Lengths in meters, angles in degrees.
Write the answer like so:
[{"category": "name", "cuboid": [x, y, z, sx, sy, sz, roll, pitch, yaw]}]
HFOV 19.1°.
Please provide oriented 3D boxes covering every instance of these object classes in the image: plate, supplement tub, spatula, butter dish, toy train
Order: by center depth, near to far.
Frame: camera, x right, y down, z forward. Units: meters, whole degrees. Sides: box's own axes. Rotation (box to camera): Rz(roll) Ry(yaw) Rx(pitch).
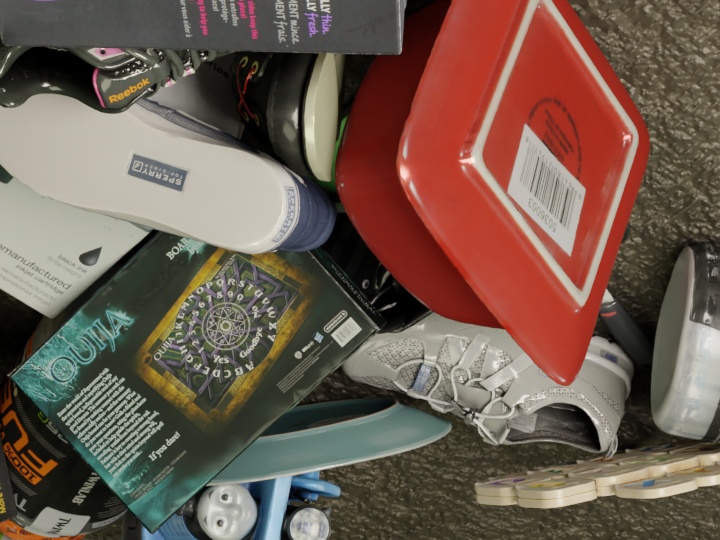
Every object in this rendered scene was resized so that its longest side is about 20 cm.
[{"category": "butter dish", "cuboid": [0.053, -0.060, 1.204, 0.147, 0.200, 0.200, -7, 138, 36]}, {"category": "supplement tub", "cuboid": [0.287, 0.056, 1.317, 0.199, 0.123, 0.123, 11, 136, 0]}, {"category": "spatula", "cuboid": [0.149, 0.006, 1.353, 0.056, 0.021, 0.200, -10, 135, 28]}, {"category": "plate", "cuboid": [-0.040, 0.109, 1.413, 0.200, 0.200, 0.026, -9, 93, 18]}, {"category": "supplement tub", "cuboid": [-0.184, 0.097, 1.439, 0.122, 0.123, 0.200, 24, 134, -15]}, {"category": "toy train", "cuboid": [-0.092, 0.175, 1.485, 0.114, 0.087, 0.200, 13, 169, -20]}]

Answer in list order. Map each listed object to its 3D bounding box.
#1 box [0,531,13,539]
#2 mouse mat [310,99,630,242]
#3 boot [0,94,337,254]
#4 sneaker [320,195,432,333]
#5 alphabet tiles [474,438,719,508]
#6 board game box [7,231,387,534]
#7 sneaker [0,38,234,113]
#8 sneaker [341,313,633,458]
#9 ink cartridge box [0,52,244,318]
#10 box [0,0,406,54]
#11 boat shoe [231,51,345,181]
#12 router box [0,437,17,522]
[{"category": "box", "cuboid": [-0.321, 0.175, 1.483, 0.097, 0.200, 0.176, -22, 129, 34]}, {"category": "mouse mat", "cuboid": [0.049, -0.032, 1.351, 0.200, 0.008, 0.161, 31, 133, -20]}, {"category": "boot", "cuboid": [-0.113, -0.055, 1.191, 0.200, 0.073, 0.090, 25, -176, 19]}, {"category": "sneaker", "cuboid": [0.000, 0.000, 1.320, 0.200, 0.083, 0.072, -14, 132, 32]}, {"category": "alphabet tiles", "cuboid": [0.179, 0.128, 1.385, 0.199, 0.015, 0.195, -9, -179, -28]}, {"category": "board game box", "cuboid": [-0.101, 0.047, 1.299, 0.200, 0.028, 0.135, -42, 90, 16]}, {"category": "sneaker", "cuboid": [-0.112, -0.120, 1.120, 0.199, 0.087, 0.080, -9, 140, 12]}, {"category": "sneaker", "cuboid": [0.082, 0.072, 1.388, 0.199, 0.082, 0.075, 9, 139, -4]}, {"category": "ink cartridge box", "cuboid": [-0.181, -0.080, 1.284, 0.146, 0.083, 0.200, 33, 130, -23]}, {"category": "box", "cuboid": [-0.077, -0.183, 1.029, 0.199, 0.106, 0.122, 2, 141, 4]}, {"category": "boat shoe", "cuboid": [-0.040, -0.094, 1.175, 0.063, 0.201, 0.074, 3, 104, -1]}, {"category": "router box", "cuboid": [-0.314, 0.086, 1.364, 0.052, 0.157, 0.201, -3, 103, 45]}]
